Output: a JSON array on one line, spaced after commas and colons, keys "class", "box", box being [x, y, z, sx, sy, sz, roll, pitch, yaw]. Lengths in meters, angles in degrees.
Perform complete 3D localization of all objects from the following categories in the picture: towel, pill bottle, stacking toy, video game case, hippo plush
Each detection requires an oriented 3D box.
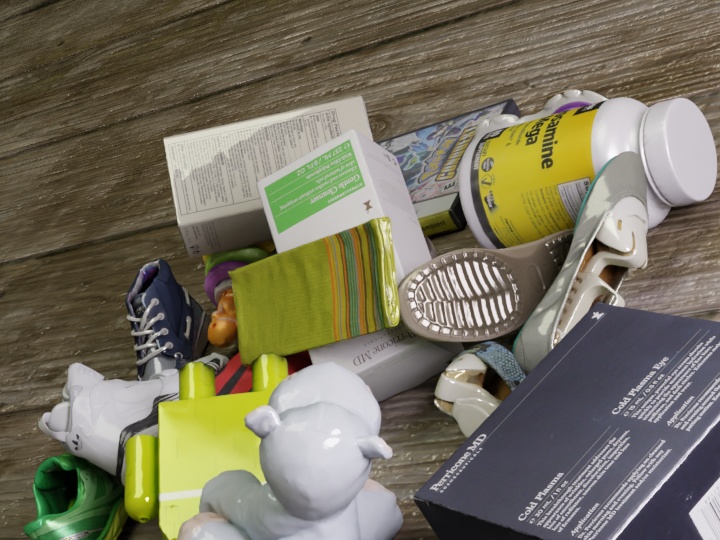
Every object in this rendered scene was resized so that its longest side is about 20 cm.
[{"class": "towel", "box": [-0.041, 0.020, 1.395, 0.018, 0.087, 0.199, 4, -15, -40]}, {"class": "pill bottle", "box": [0.190, -0.080, 1.460, 0.199, 0.113, 0.113, -13, 31, 38]}, {"class": "stacking toy", "box": [-0.116, 0.001, 1.723, 0.116, 0.110, 0.201, -24, 37, 30]}, {"class": "video game case", "box": [0.054, -0.089, 1.752, 0.180, 0.026, 0.200, -16, 30, 35]}, {"class": "hippo plush", "box": [-0.054, 0.152, 1.208, 0.158, 0.162, 0.200, 6, 32, 8]}]

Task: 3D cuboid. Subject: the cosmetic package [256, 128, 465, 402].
[{"class": "cosmetic package", "box": [0.000, 0.000, 1.449, 0.107, 0.085, 0.201, -29, 63, 19]}]

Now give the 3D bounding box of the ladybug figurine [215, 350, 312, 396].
[{"class": "ladybug figurine", "box": [-0.091, 0.121, 1.479, 0.135, 0.072, 0.200, -12, 31, 40]}]

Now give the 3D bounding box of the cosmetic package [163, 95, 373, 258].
[{"class": "cosmetic package", "box": [-0.082, -0.090, 1.678, 0.199, 0.071, 0.106, -11, 63, -1]}]

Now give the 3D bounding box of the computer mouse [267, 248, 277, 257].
[{"class": "computer mouse", "box": [-0.061, -0.001, 1.622, 0.139, 0.053, 0.200, -46, 4, 7]}]

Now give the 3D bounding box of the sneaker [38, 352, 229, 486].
[{"class": "sneaker", "box": [-0.195, 0.113, 1.533, 0.114, 0.076, 0.200, 21, 29, 12]}]

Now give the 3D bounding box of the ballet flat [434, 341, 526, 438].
[{"class": "ballet flat", "box": [0.092, 0.097, 1.286, 0.074, 0.074, 0.200, -36, 23, -7]}]

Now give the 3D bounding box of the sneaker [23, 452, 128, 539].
[{"class": "sneaker", "box": [-0.236, 0.180, 1.526, 0.074, 0.084, 0.200, -32, 22, 26]}]

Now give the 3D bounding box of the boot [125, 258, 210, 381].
[{"class": "boot", "box": [-0.200, 0.072, 1.682, 0.072, 0.091, 0.200, -26, 25, 15]}]

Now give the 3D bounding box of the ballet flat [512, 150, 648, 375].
[{"class": "ballet flat", "box": [0.186, 0.002, 1.335, 0.064, 0.067, 0.201, 17, 73, 48]}]

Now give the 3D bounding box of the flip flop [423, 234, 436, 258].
[{"class": "flip flop", "box": [0.009, 0.021, 1.571, 0.081, 0.058, 0.200, -42, 8, -38]}]

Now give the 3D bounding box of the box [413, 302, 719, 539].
[{"class": "box", "box": [0.171, 0.129, 1.102, 0.200, 0.104, 0.182, -43, 27, -22]}]

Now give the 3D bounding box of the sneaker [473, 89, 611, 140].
[{"class": "sneaker", "box": [0.176, -0.102, 1.596, 0.199, 0.081, 0.084, -16, 45, 49]}]

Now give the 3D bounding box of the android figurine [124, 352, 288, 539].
[{"class": "android figurine", "box": [-0.096, 0.158, 1.365, 0.181, 0.041, 0.201, -8, 53, -1]}]

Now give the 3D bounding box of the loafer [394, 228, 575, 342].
[{"class": "loafer", "box": [0.105, 0.018, 1.391, 0.199, 0.076, 0.068, -12, -9, -32]}]
